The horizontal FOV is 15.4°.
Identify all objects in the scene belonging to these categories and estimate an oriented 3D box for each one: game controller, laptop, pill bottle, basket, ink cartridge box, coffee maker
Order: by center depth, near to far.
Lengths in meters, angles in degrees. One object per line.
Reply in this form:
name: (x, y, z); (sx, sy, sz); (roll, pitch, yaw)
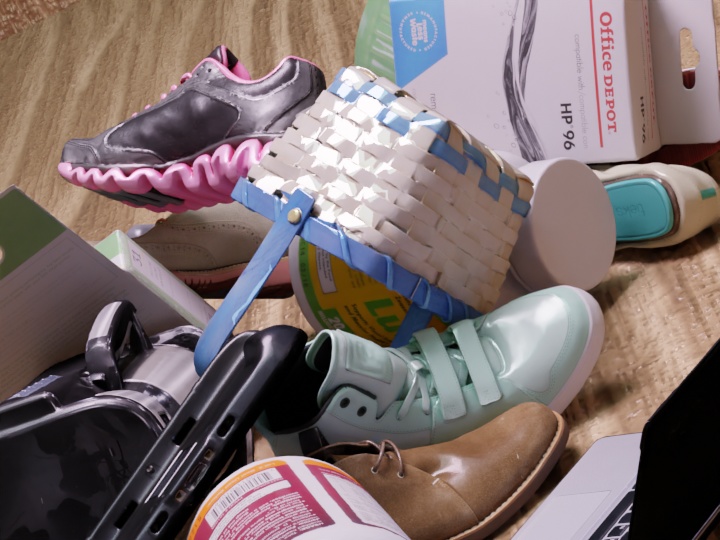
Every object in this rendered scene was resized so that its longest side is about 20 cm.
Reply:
pill bottle: (-0.016, 0.165, 1.271); (0.109, 0.110, 0.200); (-29, 17, -7)
laptop: (0.126, 0.081, 1.287); (0.199, 0.116, 0.187); (-11, 23, 43)
game controller: (-0.093, 0.112, 1.390); (0.201, 0.042, 0.104); (-56, 15, -15)
basket: (0.000, 0.000, 1.541); (0.139, 0.176, 0.201); (25, 84, 33)
coffee maker: (-0.168, 0.126, 1.556); (0.192, 0.135, 0.200); (-42, -1, 13)
ink cartridge box: (-0.199, 0.028, 1.646); (0.145, 0.200, 0.048); (-36, 37, 17)
pill bottle: (0.059, -0.015, 1.674); (0.199, 0.112, 0.111); (-11, 23, 44)
ink cartridge box: (0.125, -0.128, 1.706); (0.199, 0.117, 0.068); (-3, 9, 21)

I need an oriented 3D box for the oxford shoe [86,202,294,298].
oxford shoe: (-0.112, -0.018, 1.730); (0.199, 0.074, 0.071); (-3, -9, -27)

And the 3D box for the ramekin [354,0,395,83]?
ramekin: (0.104, -0.141, 1.845); (0.199, 0.201, 0.098); (-30, 24, -9)

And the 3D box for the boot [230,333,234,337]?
boot: (-0.124, 0.079, 1.769); (0.107, 0.075, 0.200); (-38, 13, -12)

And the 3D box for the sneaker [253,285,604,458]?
sneaker: (0.036, 0.058, 1.467); (0.200, 0.118, 0.074); (-32, 55, 7)

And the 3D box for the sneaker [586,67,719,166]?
sneaker: (0.176, -0.078, 1.795); (0.199, 0.079, 0.115); (-20, 1, 22)

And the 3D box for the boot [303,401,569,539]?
boot: (0.023, 0.116, 1.418); (0.199, 0.076, 0.074); (-32, 16, -17)

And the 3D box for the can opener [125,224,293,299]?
can opener: (-0.065, 0.000, 1.812); (0.198, 0.054, 0.067); (0, -21, -16)

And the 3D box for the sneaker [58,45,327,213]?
sneaker: (-0.100, -0.089, 1.653); (0.199, 0.096, 0.079); (-4, -12, 30)

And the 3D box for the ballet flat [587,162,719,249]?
ballet flat: (0.149, -0.040, 1.706); (0.199, 0.070, 0.069); (0, 31, 46)
